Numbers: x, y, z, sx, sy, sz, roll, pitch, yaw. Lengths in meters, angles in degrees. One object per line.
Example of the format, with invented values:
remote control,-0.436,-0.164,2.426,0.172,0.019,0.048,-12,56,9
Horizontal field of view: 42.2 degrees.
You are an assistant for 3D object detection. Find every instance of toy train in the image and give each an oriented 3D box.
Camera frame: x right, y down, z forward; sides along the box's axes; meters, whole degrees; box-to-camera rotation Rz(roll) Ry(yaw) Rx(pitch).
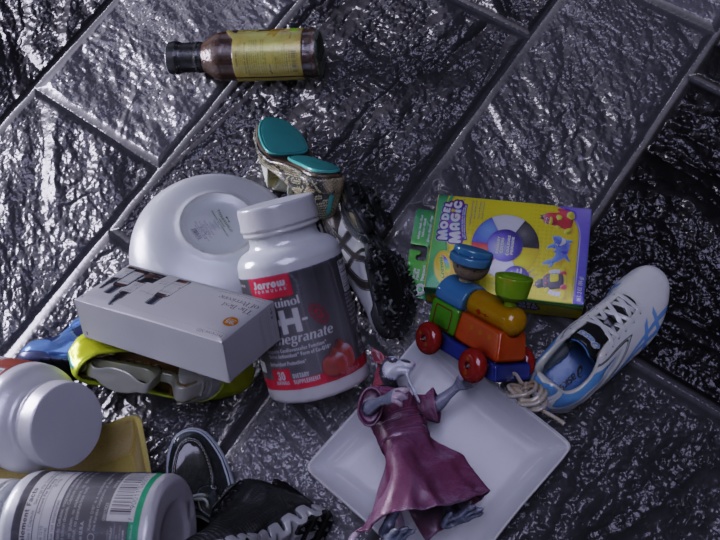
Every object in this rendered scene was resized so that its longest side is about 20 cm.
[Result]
toy train,0.145,0.054,0.915,0.200,0.084,0.117,30,114,50

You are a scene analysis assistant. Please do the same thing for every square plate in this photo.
square plate,0.080,0.194,0.966,0.198,0.028,0.200,38,78,20

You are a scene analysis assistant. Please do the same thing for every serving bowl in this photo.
serving bowl,-0.160,-0.034,1.044,0.198,0.066,0.202,4,57,-6

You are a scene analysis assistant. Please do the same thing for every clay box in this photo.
clay box,0.150,-0.018,1.033,0.198,0.048,0.116,6,69,10

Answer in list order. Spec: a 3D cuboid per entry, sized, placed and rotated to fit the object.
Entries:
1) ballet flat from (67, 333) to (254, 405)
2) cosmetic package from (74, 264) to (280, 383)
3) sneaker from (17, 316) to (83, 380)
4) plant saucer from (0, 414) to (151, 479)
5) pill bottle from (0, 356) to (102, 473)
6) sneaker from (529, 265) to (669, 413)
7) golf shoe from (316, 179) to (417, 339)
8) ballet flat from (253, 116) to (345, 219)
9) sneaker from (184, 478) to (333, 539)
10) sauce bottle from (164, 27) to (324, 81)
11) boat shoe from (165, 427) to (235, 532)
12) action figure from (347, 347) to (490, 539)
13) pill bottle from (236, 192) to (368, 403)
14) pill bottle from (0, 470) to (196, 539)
ballet flat,-0.209,0.111,0.986,0.198,0.067,0.067,12,109,-15
cosmetic package,-0.184,0.048,0.930,0.199,0.051,0.083,12,35,30
sneaker,-0.283,0.070,1.049,0.198,0.074,0.083,-12,68,-6
plant saucer,-0.293,0.277,0.963,0.198,0.049,0.201,-21,59,1
pill bottle,-0.363,0.148,0.967,0.199,0.112,0.113,3,65,37
sneaker,0.254,0.068,0.970,0.072,0.073,0.200,41,77,23
golf shoe,0.000,0.000,1.036,0.094,0.077,0.201,-35,50,28
ballet flat,-0.079,-0.113,1.084,0.067,0.076,0.200,-4,28,-27
sneaker,-0.121,0.250,0.906,0.090,0.199,0.067,37,115,32
sauce bottle,-0.146,-0.270,1.171,0.198,0.065,0.065,1,68,7
boat shoe,-0.164,0.254,0.953,0.071,0.071,0.201,-15,66,2
action figure,0.046,0.170,0.932,0.149,0.133,0.201,-50,46,33
pill bottle,-0.065,0.026,0.966,0.110,0.111,0.202,-13,99,2
pill bottle,-0.265,0.247,0.879,0.198,0.113,0.114,-2,67,14
